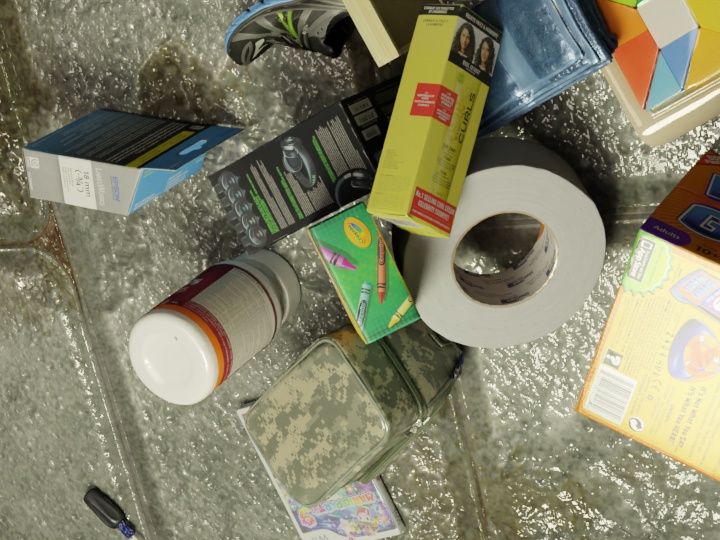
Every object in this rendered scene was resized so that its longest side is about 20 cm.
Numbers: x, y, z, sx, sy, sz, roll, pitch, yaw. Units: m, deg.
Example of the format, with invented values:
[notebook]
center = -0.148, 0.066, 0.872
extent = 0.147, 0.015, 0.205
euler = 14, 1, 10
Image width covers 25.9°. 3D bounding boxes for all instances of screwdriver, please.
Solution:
[screwdriver]
center = -0.283, 0.354, 2.032
extent = 0.200, 0.028, 0.029
euler = 39, 155, 12

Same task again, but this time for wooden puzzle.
[wooden puzzle]
center = 0.283, -0.229, 1.409
extent = 0.185, 0.037, 0.200
euler = -29, 96, 37

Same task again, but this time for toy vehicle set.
[toy vehicle set]
center = 0.007, -0.303, 1.481
extent = 0.026, 0.124, 0.200
euler = -23, 100, 36

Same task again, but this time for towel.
[towel]
center = 0.142, -0.205, 1.477
extent = 0.200, 0.048, 0.112
euler = -28, 91, 46

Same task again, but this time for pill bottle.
[pill bottle]
center = -0.153, 0.055, 1.703
extent = 0.109, 0.200, 0.110
euler = 13, 119, 25

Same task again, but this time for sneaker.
[sneaker]
center = -0.057, -0.246, 1.581
extent = 0.199, 0.071, 0.083
euler = -18, 97, 33

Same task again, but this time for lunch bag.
[lunch bag]
center = 0.003, 0.140, 1.674
extent = 0.139, 0.168, 0.200
euler = 52, 129, 12

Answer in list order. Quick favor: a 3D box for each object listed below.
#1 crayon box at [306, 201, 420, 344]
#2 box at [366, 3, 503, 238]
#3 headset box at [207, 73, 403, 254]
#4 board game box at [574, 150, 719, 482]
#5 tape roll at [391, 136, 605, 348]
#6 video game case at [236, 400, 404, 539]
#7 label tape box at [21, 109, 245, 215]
[crayon box]
center = 0.000, 0.000, 1.500
extent = 0.058, 0.200, 0.119
euler = -27, 92, -2
[box]
center = 0.068, -0.136, 1.421
extent = 0.050, 0.075, 0.201
euler = 10, 80, 40
[headset box]
center = -0.028, -0.108, 1.563
extent = 0.200, 0.174, 0.093
euler = -25, 93, 36
[board game box]
center = 0.342, 0.048, 1.406
extent = 0.199, 0.200, 0.200
euler = 26, 123, 18
[tape roll]
center = 0.133, -0.025, 1.514
extent = 0.200, 0.066, 0.201
euler = -5, 120, -8
[video game case]
center = -0.048, 0.233, 1.842
extent = 0.143, 0.018, 0.200
euler = -19, 103, 35
[label tape box]
center = -0.244, -0.117, 1.708
extent = 0.199, 0.144, 0.063
euler = 11, 118, 26
